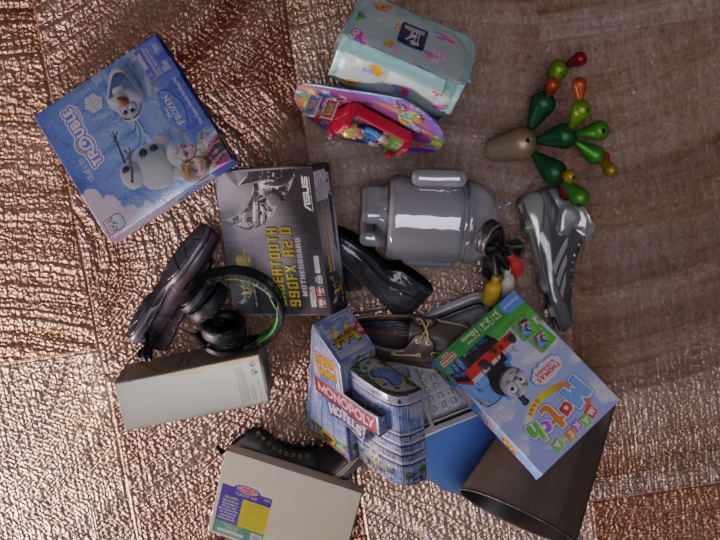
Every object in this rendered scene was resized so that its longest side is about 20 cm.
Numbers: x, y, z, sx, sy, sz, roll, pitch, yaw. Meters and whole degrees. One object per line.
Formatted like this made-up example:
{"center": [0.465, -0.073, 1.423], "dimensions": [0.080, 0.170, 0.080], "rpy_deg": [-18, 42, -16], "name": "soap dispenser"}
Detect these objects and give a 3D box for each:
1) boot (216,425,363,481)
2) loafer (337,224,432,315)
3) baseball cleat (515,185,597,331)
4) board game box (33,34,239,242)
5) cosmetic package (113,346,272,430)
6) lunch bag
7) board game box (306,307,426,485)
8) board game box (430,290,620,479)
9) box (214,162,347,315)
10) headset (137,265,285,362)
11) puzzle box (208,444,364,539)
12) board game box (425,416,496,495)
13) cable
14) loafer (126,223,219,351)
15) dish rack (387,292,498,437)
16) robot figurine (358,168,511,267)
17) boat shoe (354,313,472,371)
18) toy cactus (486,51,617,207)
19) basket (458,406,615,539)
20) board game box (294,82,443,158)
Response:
{"center": [-0.093, 0.254, 1.574], "dimensions": [0.200, 0.077, 0.138], "rpy_deg": [-36, 95, 4], "name": "boot"}
{"center": [0.000, 0.000, 1.528], "dimensions": [0.200, 0.073, 0.072], "rpy_deg": [33, 103, -6], "name": "loafer"}
{"center": [0.282, -0.018, 1.531], "dimensions": [0.106, 0.070, 0.200], "rpy_deg": [-17, 102, 2], "name": "baseball cleat"}
{"center": [-0.296, -0.173, 1.476], "dimensions": [0.199, 0.043, 0.200], "rpy_deg": [-33, 85, 5], "name": "board game box"}
{"center": [-0.226, 0.154, 1.534], "dimensions": [0.200, 0.104, 0.073], "rpy_deg": [-11, 101, -1], "name": "cosmetic package"}
{"center": [0.051, -0.265, 1.411], "dimensions": [0.170, 0.200, 0.122], "rpy_deg": [23, 100, -5], "name": "lunch bag"}
{"center": [-0.002, 0.162, 1.466], "dimensions": [0.062, 0.200, 0.200], "rpy_deg": [-26, 127, -29], "name": "board game box"}
{"center": [0.215, 0.146, 1.454], "dimensions": [0.151, 0.037, 0.200], "rpy_deg": [-39, 78, -19], "name": "board game box"}
{"center": [-0.107, -0.041, 1.491], "dimensions": [0.158, 0.048, 0.200], "rpy_deg": [0, 103, 29], "name": "box"}
{"center": [-0.198, 0.068, 1.472], "dimensions": [0.200, 0.094, 0.124], "rpy_deg": [-16, 120, 16], "name": "headset"}
{"center": [-0.105, 0.331, 1.548], "dimensions": [0.200, 0.025, 0.133], "rpy_deg": [17, 108, 7], "name": "puzzle box"}
{"center": [0.159, 0.216, 1.588], "dimensions": [0.200, 0.039, 0.158], "rpy_deg": [-37, 102, -5], "name": "board game box"}
{"center": [0.191, -0.019, 1.461], "dimensions": [0.050, 0.200, 0.097], "rpy_deg": [39, 75, 19], "name": "cable"}
{"center": [-0.246, 0.026, 1.534], "dimensions": [0.063, 0.072, 0.200], "rpy_deg": [30, 106, -25], "name": "loafer"}
{"center": [0.120, 0.136, 1.537], "dimensions": [0.200, 0.044, 0.172], "rpy_deg": [-23, 61, 3], "name": "dish rack"}
{"center": [0.098, -0.068, 1.493], "dimensions": [0.200, 0.113, 0.170], "rpy_deg": [4, 138, -2], "name": "robot figurine"}
{"center": [0.069, 0.092, 1.513], "dimensions": [0.200, 0.060, 0.072], "rpy_deg": [1, 63, 14], "name": "boat shoe"}
{"center": [0.253, -0.181, 1.494], "dimensions": [0.165, 0.102, 0.200], "rpy_deg": [-9, 97, 25], "name": "toy cactus"}
{"center": [0.252, 0.246, 1.510], "dimensions": [0.136, 0.180, 0.200], "rpy_deg": [45, 67, -43], "name": "basket"}
{"center": [0.006, -0.177, 1.430], "dimensions": [0.200, 0.158, 0.039], "rpy_deg": [13, 74, 21], "name": "board game box"}
